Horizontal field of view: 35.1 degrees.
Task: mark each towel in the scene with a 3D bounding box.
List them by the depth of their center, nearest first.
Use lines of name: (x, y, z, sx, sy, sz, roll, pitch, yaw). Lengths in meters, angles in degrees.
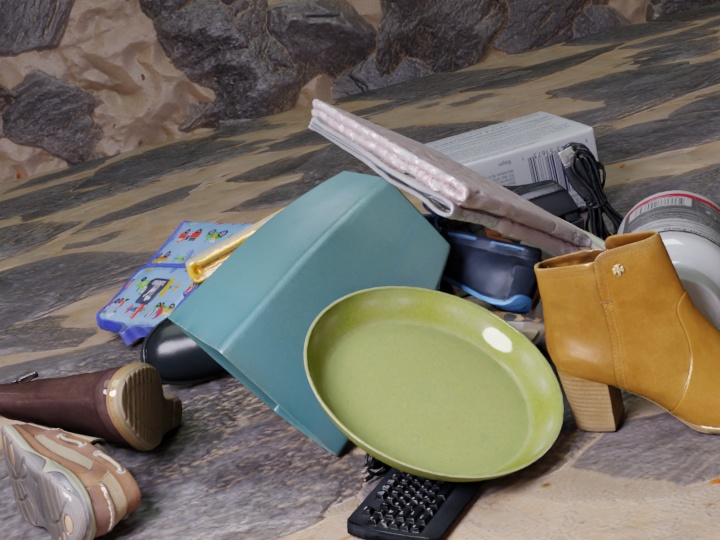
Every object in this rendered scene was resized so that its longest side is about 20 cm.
towel: (0.074, -0.074, 0.962, 0.191, 0.032, 0.200, 15, 16, -47)

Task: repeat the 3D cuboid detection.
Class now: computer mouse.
computer mouse: (0.188, -0.058, 1.276, 0.199, 0.139, 0.053, -12, 31, 38)

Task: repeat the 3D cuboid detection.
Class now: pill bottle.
pill bottle: (0.264, 0.010, 0.956, 0.110, 0.111, 0.200, -8, 17, 19)

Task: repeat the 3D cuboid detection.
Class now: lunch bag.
lunch bag: (-0.218, 0.029, 1.385, 0.150, 0.094, 0.200, 4, 36, 44)

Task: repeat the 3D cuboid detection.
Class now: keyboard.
keyboard: (0.049, 0.133, 0.847, 0.104, 0.040, 0.200, -4, 18, 30)

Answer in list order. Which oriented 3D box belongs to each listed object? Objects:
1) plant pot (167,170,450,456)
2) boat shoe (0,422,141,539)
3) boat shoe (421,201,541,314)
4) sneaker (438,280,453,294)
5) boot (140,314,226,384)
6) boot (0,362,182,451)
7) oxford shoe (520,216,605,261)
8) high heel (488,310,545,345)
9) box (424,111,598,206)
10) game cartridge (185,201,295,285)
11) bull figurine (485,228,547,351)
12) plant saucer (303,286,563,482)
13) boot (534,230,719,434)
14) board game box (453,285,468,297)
plant pot: (-0.029, 0.021, 0.962, 0.200, 0.141, 0.141, -49, 25, -11)
boat shoe: (-0.238, 0.168, 0.927, 0.072, 0.076, 0.200, -15, 20, -31)
boat shoe: (0.094, -0.023, 1.042, 0.200, 0.069, 0.084, 28, 7, 40)
sneaker: (0.000, 0.000, 1.127, 0.079, 0.200, 0.076, -32, 35, 39)
boot: (-0.107, 0.054, 1.106, 0.199, 0.077, 0.168, -13, -5, -20)
boot: (-0.253, 0.120, 0.988, 0.166, 0.073, 0.200, 1, -12, 2)
oxford shoe: (0.229, -0.008, 1.159, 0.058, 0.075, 0.200, -57, 31, 0)
high heel: (0.077, 0.052, 1.035, 0.199, 0.072, 0.143, -18, 20, 18)
box: (0.195, -0.128, 1.498, 0.183, 0.105, 0.200, -16, 17, -6)
game cartridge: (-0.072, -0.010, 1.218, 0.176, 0.033, 0.200, -28, -22, 6)
bull figurine: (0.149, 0.009, 1.093, 0.121, 0.065, 0.200, -1, 27, -34)
plant saucer: (0.052, 0.087, 0.852, 0.199, 0.031, 0.200, 10, 37, -8)
boot: (0.231, 0.040, 0.818, 0.200, 0.145, 0.071, -7, 18, 21)
board game box: (0.050, 0.020, 1.263, 0.199, 0.032, 0.120, -19, 21, -17)
